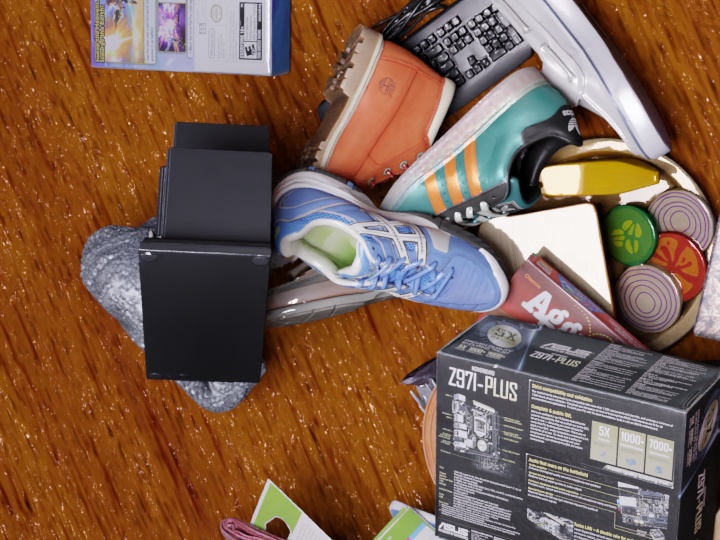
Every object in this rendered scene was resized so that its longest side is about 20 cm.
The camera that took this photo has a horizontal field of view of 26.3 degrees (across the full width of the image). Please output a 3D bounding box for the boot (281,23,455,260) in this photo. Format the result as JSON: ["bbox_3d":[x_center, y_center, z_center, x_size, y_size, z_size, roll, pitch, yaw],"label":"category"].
[{"bbox_3d":[0.005,-0.089,1.265,0.107,0.075,0.200,25,90,-17],"label":"boot"}]

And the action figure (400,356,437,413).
[{"bbox_3d":[0.113,0.163,1.316,0.130,0.069,0.200,-25,92,20],"label":"action figure"}]

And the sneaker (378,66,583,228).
[{"bbox_3d":[0.090,-0.065,1.216,0.200,0.071,0.080,-46,68,22],"label":"sneaker"}]

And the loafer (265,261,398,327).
[{"bbox_3d":[0.000,0.000,1.296,0.200,0.072,0.063,-12,82,-15],"label":"loafer"}]

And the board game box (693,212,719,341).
[{"bbox_3d":[0.371,-0.009,1.156,0.200,0.097,0.160,14,105,21],"label":"board game box"}]

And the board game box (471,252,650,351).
[{"bbox_3d":[0.182,0.087,1.221,0.200,0.019,0.103,41,122,7],"label":"board game box"}]

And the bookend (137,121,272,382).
[{"bbox_3d":[-0.115,-0.046,1.172,0.092,0.200,0.199,2,60,-5],"label":"bookend"}]

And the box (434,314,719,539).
[{"bbox_3d":[0.161,0.139,1.158,0.200,0.086,0.164,12,115,30],"label":"box"}]

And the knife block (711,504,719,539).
[{"bbox_3d":[0.280,0.245,1.206,0.064,0.200,0.176,33,81,14],"label":"knife block"}]

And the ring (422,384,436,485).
[{"bbox_3d":[0.145,0.148,1.244,0.200,0.019,0.201,10,114,23],"label":"ring"}]

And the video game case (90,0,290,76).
[{"bbox_3d":[-0.151,-0.275,1.357,0.181,0.045,0.200,6,102,21],"label":"video game case"}]

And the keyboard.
[{"bbox_3d":[0.040,-0.170,1.299,0.200,0.040,0.104,-35,86,24],"label":"keyboard"}]

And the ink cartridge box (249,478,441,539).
[{"bbox_3d":[0.002,0.256,1.341,0.200,0.076,0.148,41,147,13],"label":"ink cartridge box"}]

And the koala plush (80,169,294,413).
[{"bbox_3d":[-0.126,-0.015,1.340,0.200,0.184,0.177,-42,58,-4],"label":"koala plush"}]

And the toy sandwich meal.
[{"bbox_3d":[0.188,-0.013,1.248,0.205,0.070,0.205,5,102,22],"label":"toy sandwich meal"}]

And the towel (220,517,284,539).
[{"bbox_3d":[-0.047,0.315,1.368,0.144,0.023,0.200,16,135,42],"label":"towel"}]

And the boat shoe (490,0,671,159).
[{"bbox_3d":[0.172,-0.162,1.229,0.065,0.074,0.200,-37,73,18],"label":"boat shoe"}]

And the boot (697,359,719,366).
[{"bbox_3d":[0.265,0.124,1.254,0.200,0.074,0.076,-8,117,27],"label":"boot"}]

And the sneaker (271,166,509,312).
[{"bbox_3d":[0.019,-0.007,1.190,0.200,0.077,0.076,20,125,-6],"label":"sneaker"}]

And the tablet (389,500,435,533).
[{"bbox_3d":[0.117,0.266,1.303,0.200,0.014,0.130,14,135,40],"label":"tablet"}]
